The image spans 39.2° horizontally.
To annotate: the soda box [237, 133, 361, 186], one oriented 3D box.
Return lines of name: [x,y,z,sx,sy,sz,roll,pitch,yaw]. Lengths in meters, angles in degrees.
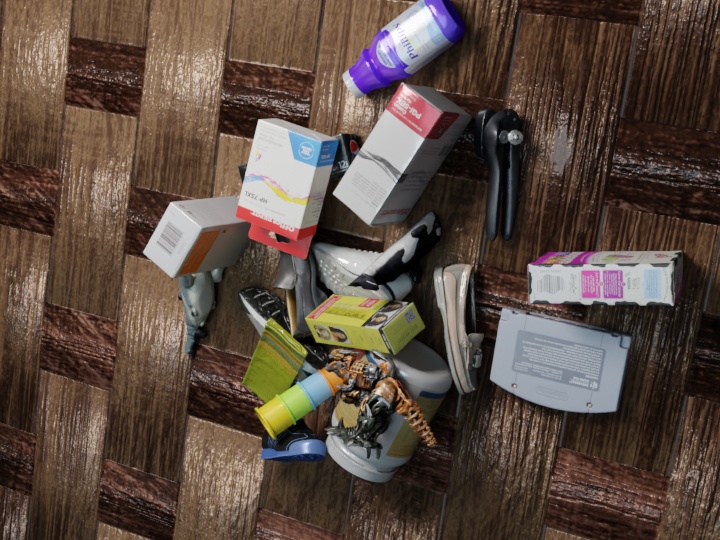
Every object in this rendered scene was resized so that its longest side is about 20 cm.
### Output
soda box: [-0.095,-0.166,1.636,0.198,0.071,0.064,-14,91,24]

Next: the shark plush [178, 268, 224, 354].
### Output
shark plush: [-0.288,0.046,1.771,0.083,0.091,0.202,21,126,39]

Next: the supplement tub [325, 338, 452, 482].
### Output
supplement tub: [0.041,0.214,1.584,0.144,0.144,0.201,33,108,16]

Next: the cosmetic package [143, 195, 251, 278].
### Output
cosmetic package: [-0.253,-0.057,1.647,0.071,0.200,0.102,38,110,14]

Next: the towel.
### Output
towel: [-0.145,0.161,1.672,0.086,0.018,0.201,41,142,11]

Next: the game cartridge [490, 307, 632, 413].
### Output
game cartridge: [0.299,0.140,1.525,0.198,0.040,0.135,13,98,21]

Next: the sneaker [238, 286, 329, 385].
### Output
sneaker: [-0.142,0.110,1.692,0.200,0.074,0.079,49,124,13]

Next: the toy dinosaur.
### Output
toy dinosaur: [0.021,0.193,1.464,0.200,0.102,0.136,34,92,47]

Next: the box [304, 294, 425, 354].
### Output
box: [0.004,0.081,1.552,0.199,0.075,0.050,4,127,53]

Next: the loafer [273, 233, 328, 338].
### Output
loafer: [-0.107,0.013,1.647,0.072,0.073,0.202,-20,89,-20]

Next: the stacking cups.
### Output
stacking cups: [-0.073,0.190,1.624,0.199,0.061,0.061,-34,82,-12]

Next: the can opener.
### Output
can opener: [0.214,-0.144,1.521,0.063,0.079,0.202,-7,99,-15]

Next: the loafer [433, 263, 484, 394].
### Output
loafer: [0.161,0.089,1.562,0.062,0.072,0.202,-12,89,17]

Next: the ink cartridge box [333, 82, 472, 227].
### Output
ink cartridge box: [0.064,-0.174,1.525,0.083,0.147,0.201,39,109,15]

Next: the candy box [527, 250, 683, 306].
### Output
candy box: [0.349,0.010,1.431,0.198,0.136,0.062,-1,98,24]

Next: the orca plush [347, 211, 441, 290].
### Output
orca plush: [0.072,-0.011,1.529,0.071,0.200,0.105,50,129,-2]

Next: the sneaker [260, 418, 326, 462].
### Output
sneaker: [-0.112,0.271,1.654,0.200,0.070,0.079,-19,62,59]

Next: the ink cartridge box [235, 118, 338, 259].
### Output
ink cartridge box: [-0.120,-0.124,1.576,0.115,0.067,0.202,20,106,18]

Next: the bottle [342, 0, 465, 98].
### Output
bottle: [0.062,-0.339,1.549,0.199,0.065,0.084,-32,85,23]

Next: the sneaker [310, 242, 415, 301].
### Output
sneaker: [0.000,0.000,1.621,0.199,0.080,0.077,29,148,34]
